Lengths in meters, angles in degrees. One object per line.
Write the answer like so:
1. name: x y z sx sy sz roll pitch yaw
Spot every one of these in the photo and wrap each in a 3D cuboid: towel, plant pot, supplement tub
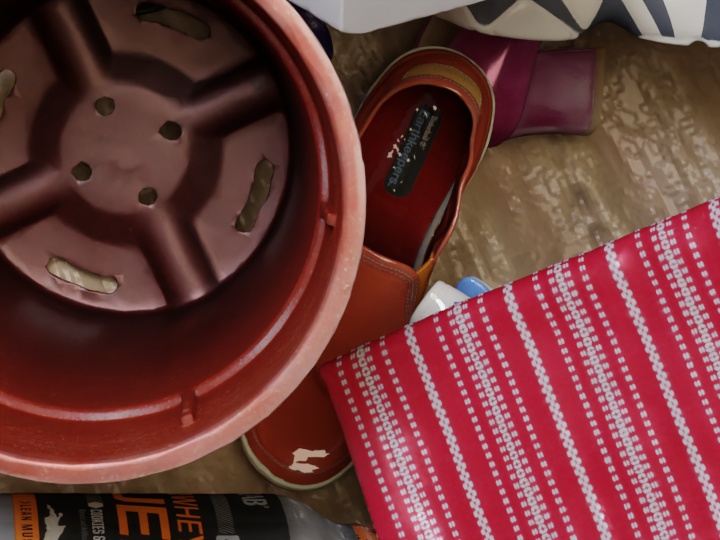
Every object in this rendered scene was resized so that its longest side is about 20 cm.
1. towel: 0.091 0.066 0.880 0.200 0.022 0.145 -23 78 21
2. plant pot: -0.098 -0.038 0.912 0.201 0.195 0.201 0 99 0
3. supplement tub: -0.086 0.149 0.941 0.200 0.123 0.123 1 81 -12

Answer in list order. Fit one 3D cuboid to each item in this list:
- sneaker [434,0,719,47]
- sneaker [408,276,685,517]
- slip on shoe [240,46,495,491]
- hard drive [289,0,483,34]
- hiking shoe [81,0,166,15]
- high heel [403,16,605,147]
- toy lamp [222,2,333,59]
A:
1. sneaker: 0.123 -0.164 0.992 0.199 0.079 0.130 -1 108 -25
2. sneaker: 0.081 0.063 0.925 0.146 0.200 0.081 50 56 -18
3. slip on shoe: 0.000 0.000 0.998 0.074 0.061 0.200 24 97 0
4. hard drive: -0.012 -0.148 0.906 0.132 0.200 0.026 -18 126 -32
5. hiking shoe: -0.153 -0.174 0.987 0.200 0.101 0.076 30 77 -6
6. high heel: 0.056 -0.154 1.046 0.096 0.067 0.200 -1 95 -22
7. toy lamp: -0.022 -0.192 1.040 0.058 0.058 0.200 8 81 -10
